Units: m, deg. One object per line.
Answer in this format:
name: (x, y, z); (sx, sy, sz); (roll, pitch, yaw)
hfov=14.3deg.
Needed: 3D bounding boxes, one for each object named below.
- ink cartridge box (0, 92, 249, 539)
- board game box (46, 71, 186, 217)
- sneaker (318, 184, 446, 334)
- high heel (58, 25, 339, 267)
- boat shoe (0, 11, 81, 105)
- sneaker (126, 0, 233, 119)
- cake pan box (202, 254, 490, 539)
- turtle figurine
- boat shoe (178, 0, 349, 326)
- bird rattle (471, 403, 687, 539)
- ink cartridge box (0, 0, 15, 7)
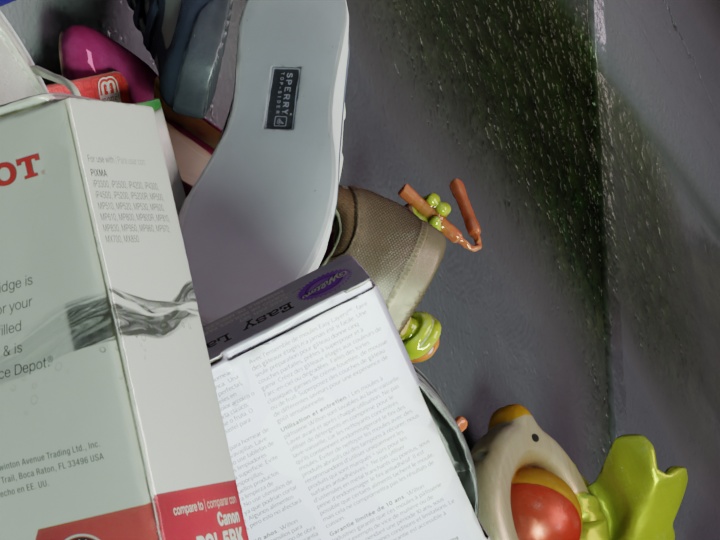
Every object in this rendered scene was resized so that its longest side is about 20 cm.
ink cartridge box: (-0.136, 0.046, 1.112); (0.083, 0.146, 0.201); (-2, 79, -67)
board game box: (-0.111, 0.010, 1.313); (0.095, 0.030, 0.201); (-16, 89, -46)
sneaker: (-0.036, 0.052, 1.397); (0.201, 0.075, 0.070); (-60, -176, -9)
high heel: (-0.067, -0.057, 1.400); (0.200, 0.095, 0.068); (57, 29, -38)
boat shoe: (-0.132, -0.035, 1.224); (0.074, 0.086, 0.203); (-25, 98, -44)
sneaker: (-0.105, -0.151, 1.389); (0.201, 0.081, 0.070); (-96, -160, -45)
cake pan box: (-0.044, 0.114, 1.227); (0.185, 0.199, 0.052); (64, -5, -23)
turtle figurine: (0.000, 0.000, 1.564); (0.161, 0.064, 0.201); (45, 45, -38)
boat shoe: (-0.037, -0.044, 1.353); (0.065, 0.073, 0.201); (83, 20, -58)
bird rattle: (0.108, 0.174, 1.716); (0.163, 0.112, 0.200); (51, 44, -23)
ink cartridge box: (-0.149, -0.195, 1.311); (0.200, 0.037, 0.095); (-53, 126, -40)
